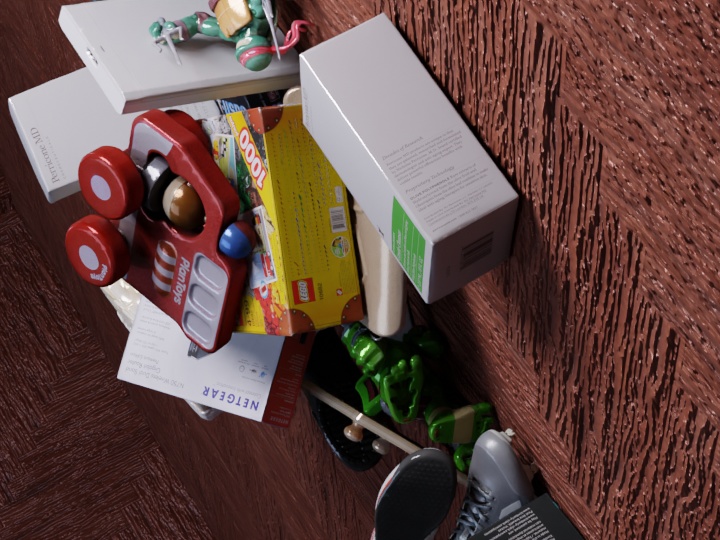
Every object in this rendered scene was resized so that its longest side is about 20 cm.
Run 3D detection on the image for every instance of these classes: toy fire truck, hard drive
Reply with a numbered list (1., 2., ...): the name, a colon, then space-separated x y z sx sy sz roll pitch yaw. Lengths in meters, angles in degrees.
1. toy fire truck: -0.165 -0.039 1.500 0.168 0.112 0.201 36 134 19
2. hard drive: -0.164 -0.210 1.555 0.132 0.199 0.026 54 140 28

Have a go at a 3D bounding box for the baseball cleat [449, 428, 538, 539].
1. baseball cleat: 0.114 0.236 1.542 0.070 0.106 0.201 40 153 41

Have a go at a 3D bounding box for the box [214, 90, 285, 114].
1. box: -0.121 -0.169 1.758 0.200 0.050 0.199 29 145 64

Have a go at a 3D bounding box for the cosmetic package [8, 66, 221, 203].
1. cosmetic package: -0.261 -0.163 1.761 0.113 0.199 0.081 64 166 1

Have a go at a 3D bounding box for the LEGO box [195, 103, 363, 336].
1. LEGO box: -0.076 -0.047 1.505 0.149 0.077 0.201 -1 98 61

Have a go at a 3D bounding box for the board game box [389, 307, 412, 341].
1. board game box: 0.000 0.000 1.663 0.126 0.035 0.201 44 155 48

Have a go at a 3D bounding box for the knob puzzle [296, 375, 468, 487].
1. knob puzzle: 0.042 0.182 1.658 0.219 0.031 0.220 31 176 2

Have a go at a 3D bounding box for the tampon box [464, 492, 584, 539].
1. tampon box: 0.172 0.334 1.484 0.200 0.126 0.150 52 161 34

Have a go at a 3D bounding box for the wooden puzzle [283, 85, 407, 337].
1. wooden puzzle: -0.006 -0.059 1.504 0.200 0.046 0.186 32 127 54

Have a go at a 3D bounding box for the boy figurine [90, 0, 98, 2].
1. boy figurine: -0.259 -0.273 2.001 0.200 0.064 0.125 53 159 42

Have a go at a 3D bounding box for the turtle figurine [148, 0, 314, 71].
1. turtle figurine: -0.123 -0.250 1.509 0.101 0.149 0.201 12 -126 -58

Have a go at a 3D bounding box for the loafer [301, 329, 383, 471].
1. loafer: -0.026 0.148 1.940 0.071 0.073 0.201 83 164 -64

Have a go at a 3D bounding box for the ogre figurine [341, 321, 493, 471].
1. ogre figurine: 0.045 0.107 1.563 0.199 0.098 0.120 21 -166 -30

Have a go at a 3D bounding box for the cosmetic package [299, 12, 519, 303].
1. cosmetic package: 0.036 -0.090 1.315 0.200 0.085 0.108 55 165 24

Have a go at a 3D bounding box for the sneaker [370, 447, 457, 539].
1. sneaker: 0.049 0.218 1.578 0.108 0.067 0.202 -75 -2 -54

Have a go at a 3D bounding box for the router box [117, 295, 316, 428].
1. router box: -0.136 0.049 1.679 0.199 0.180 0.049 12 174 35

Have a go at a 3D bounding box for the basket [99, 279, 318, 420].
1. basket: -0.173 0.017 1.870 0.200 0.198 0.161 45 169 34
